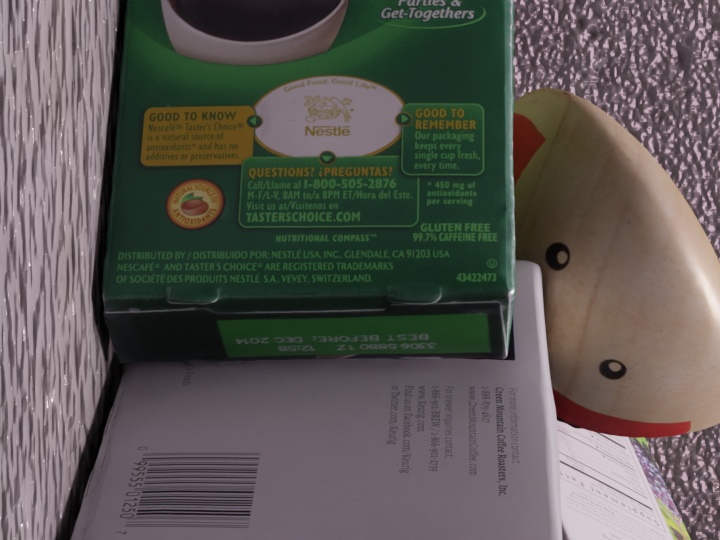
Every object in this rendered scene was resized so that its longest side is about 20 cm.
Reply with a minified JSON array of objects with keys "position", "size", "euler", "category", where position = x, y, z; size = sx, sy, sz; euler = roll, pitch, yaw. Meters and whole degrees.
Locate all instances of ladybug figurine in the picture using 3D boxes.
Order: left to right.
[{"position":[0.077,0.004,0.893],"size":[0.136,0.072,0.200],"euler":[62,-4,-2],"category":"ladybug figurine"}]

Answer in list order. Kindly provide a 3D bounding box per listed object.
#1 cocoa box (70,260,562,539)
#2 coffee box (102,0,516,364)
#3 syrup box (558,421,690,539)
[{"position":[-0.007,0.094,0.746],"size":[0.200,0.133,0.132],"euler":[-85,175,-66],"category":"cocoa box"},{"position":[-0.012,-0.068,0.762],"size":[0.044,0.123,0.201],"euler":[84,5,-60],"category":"coffee box"},{"position":[0.069,0.104,0.940],"size":[0.079,0.081,0.200],"euler":[-52,-152,20],"category":"syrup box"}]
